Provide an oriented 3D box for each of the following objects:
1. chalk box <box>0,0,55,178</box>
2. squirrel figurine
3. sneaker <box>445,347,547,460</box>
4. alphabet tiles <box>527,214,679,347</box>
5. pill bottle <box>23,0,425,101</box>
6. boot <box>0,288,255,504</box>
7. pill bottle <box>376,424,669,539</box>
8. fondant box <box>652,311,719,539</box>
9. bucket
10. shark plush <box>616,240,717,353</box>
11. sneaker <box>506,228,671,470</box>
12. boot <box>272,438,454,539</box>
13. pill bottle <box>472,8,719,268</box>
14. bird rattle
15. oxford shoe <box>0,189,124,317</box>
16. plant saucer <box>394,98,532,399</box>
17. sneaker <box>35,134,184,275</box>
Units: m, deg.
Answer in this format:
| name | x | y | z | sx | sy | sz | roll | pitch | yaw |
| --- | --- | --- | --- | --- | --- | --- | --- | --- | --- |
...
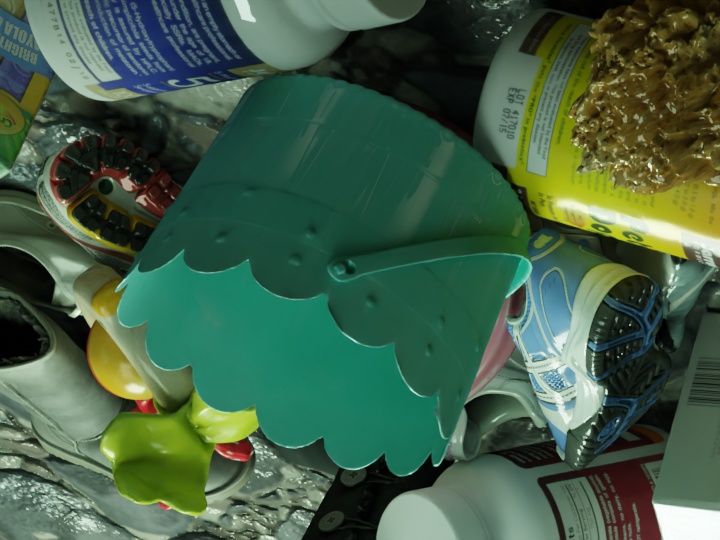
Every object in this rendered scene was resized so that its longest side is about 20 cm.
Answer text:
| name | x | y | z | sx | sy | sz | roll | pitch | yaw |
| --- | --- | --- | --- | --- | --- | --- | --- | --- | --- |
| chalk box | -0.253 | -0.109 | 1.609 | 0.124 | 0.200 | 0.124 | 37 | 141 | -21 |
| squirrel figurine | 0.167 | -0.132 | 1.364 | 0.186 | 0.201 | 0.141 | 31 | 152 | -34 |
| sneaker | 0.025 | 0.068 | 1.746 | 0.199 | 0.100 | 0.075 | -10 | 153 | 19 |
| alphabet tiles | 0.083 | -0.016 | 1.727 | 0.199 | 0.008 | 0.167 | 4 | 141 | 22 |
| pill bottle | -0.067 | -0.160 | 1.517 | 0.199 | 0.120 | 0.120 | -7 | 136 | 34 |
| boot | -0.174 | 0.080 | 1.897 | 0.181 | 0.073 | 0.200 | 9 | 153 | 17 |
| pill bottle | 0.111 | 0.162 | 1.771 | 0.199 | 0.113 | 0.113 | -7 | 163 | -38 |
| fondant box | 0.232 | 0.143 | 1.740 | 0.058 | 0.145 | 0.200 | 3 | 141 | 22 |
| bucket | -0.014 | 0.002 | 1.531 | 0.207 | 0.135 | 0.207 | 24 | 158 | 11 |
| shark plush | 0.195 | -0.002 | 1.639 | 0.083 | 0.091 | 0.200 | -12 | 137 | -13 |
| sneaker | 0.128 | 0.043 | 1.654 | 0.077 | 0.076 | 0.200 | 40 | 155 | 24 |
| boot | -0.020 | 0.162 | 1.844 | 0.164 | 0.200 | 0.066 | -13 | 133 | 38 |
| pill bottle | 0.167 | -0.064 | 1.513 | 0.199 | 0.109 | 0.109 | 17 | 145 | 21 |
| bird rattle | -0.118 | 0.064 | 1.771 | 0.163 | 0.112 | 0.200 | 58 | 179 | -8 |
| oxford shoe | -0.158 | 0.009 | 1.840 | 0.199 | 0.058 | 0.075 | 19 | 143 | 1 |
| plant saucer | 0.000 | 0.000 | 1.672 | 0.200 | 0.051 | 0.201 | 5 | 109 | 15 |
| sneaker | -0.113 | -0.020 | 1.780 | 0.200 | 0.078 | 0.082 | 36 | 164 | -21 |
